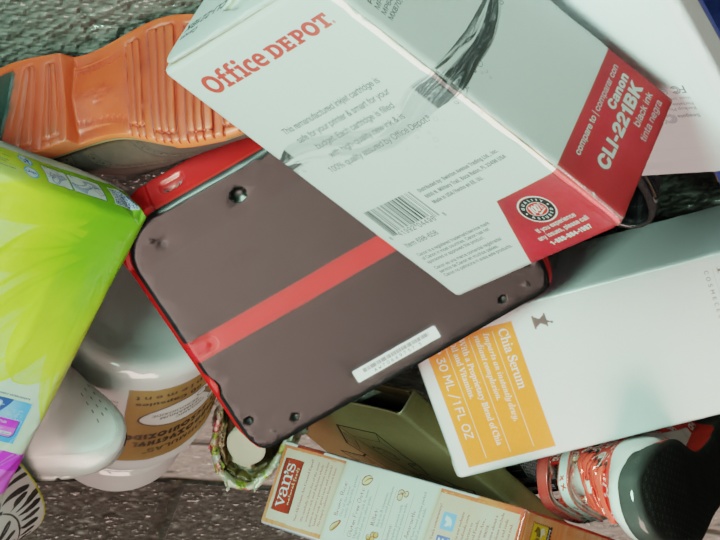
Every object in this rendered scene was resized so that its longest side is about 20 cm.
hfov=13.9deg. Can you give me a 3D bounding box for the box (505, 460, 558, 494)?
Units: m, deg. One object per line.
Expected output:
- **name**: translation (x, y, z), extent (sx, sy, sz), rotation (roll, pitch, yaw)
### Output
- **box**: translation (0.168, 0.061, 1.840), extent (0.200, 0.086, 0.164), rotation (-10, 152, 15)

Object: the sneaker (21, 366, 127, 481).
- **sneaker**: translation (-0.219, 0.053, 1.641), extent (0.200, 0.075, 0.087), rotation (29, 158, -6)

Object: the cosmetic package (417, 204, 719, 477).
- **cosmetic package**: translation (0.138, 0.041, 1.705), extent (0.200, 0.071, 0.101), rotation (-16, 110, 15)

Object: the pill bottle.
- **pill bottle**: translation (-0.140, 0.055, 1.778), extent (0.114, 0.114, 0.200), rotation (3, 153, -9)

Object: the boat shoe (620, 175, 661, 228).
- **boat shoe**: translation (0.101, -0.076, 1.592), extent (0.070, 0.066, 0.200), rotation (-18, 149, 28)

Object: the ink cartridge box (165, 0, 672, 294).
- **ink cartridge box**: translation (0.027, -0.091, 1.449), extent (0.200, 0.084, 0.144), rotation (36, 148, -20)

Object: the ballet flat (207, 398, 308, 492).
- **ballet flat**: translation (-0.052, 0.064, 1.799), extent (0.076, 0.064, 0.200), rotation (18, 136, 7)

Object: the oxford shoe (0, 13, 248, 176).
- **oxford shoe**: translation (-0.105, -0.088, 1.565), extent (0.200, 0.071, 0.073), rotation (-5, 163, 23)

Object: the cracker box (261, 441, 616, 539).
- **cracker box**: translation (0.058, 0.162, 1.793), extent (0.200, 0.058, 0.134), rotation (12, 173, 42)

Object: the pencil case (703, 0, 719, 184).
- **pencil case**: translation (0.214, -0.078, 1.576), extent (0.087, 0.078, 0.200), rotation (-41, 148, -3)

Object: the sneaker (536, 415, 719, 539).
- **sneaker**: translation (0.149, 0.129, 1.732), extent (0.108, 0.067, 0.201), rotation (-9, -176, 22)

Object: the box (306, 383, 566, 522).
- **box**: translation (0.034, 0.122, 1.903), extent (0.163, 0.021, 0.200), rotation (10, 155, 48)

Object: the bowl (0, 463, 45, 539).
- **bowl**: translation (-0.289, 0.138, 1.665), extent (0.201, 0.094, 0.201), rotation (18, 151, 10)

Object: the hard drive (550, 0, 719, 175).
- **hard drive**: translation (0.109, -0.121, 1.457), extent (0.132, 0.025, 0.200), rotation (-2, 139, 34)

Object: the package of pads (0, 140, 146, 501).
- **package of pads**: translation (-0.224, 0.024, 1.525), extent (0.154, 0.068, 0.200), rotation (20, 102, -37)

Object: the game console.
- **game console**: translation (-0.016, -0.011, 1.617), extent (0.200, 0.031, 0.177), rotation (-30, 122, 5)
